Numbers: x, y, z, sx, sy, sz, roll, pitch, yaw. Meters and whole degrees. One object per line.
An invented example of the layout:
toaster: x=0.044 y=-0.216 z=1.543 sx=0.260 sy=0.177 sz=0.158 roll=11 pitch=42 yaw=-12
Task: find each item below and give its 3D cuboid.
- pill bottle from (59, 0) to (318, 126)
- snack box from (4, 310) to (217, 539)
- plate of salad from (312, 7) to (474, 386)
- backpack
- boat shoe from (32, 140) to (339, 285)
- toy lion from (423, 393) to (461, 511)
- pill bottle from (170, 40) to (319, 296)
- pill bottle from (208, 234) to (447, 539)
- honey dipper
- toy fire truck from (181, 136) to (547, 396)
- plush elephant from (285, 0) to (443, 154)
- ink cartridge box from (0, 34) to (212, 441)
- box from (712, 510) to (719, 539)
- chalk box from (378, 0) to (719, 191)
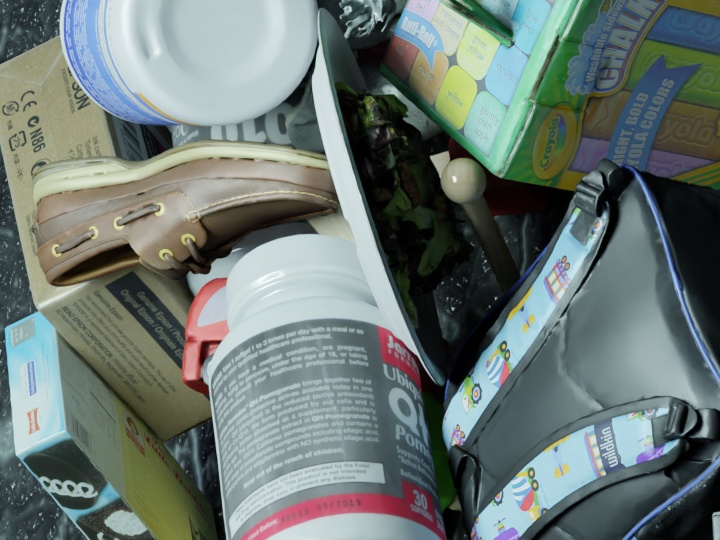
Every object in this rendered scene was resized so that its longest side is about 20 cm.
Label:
pill bottle: x=-0.103 y=-0.135 z=1.655 sx=0.200 sy=0.112 sz=0.112 roll=-170 pitch=88 yaw=-71
snack box: x=-0.143 y=0.126 z=1.787 sx=0.037 sy=0.200 sz=0.116 roll=-27 pitch=37 yaw=11
plate of salad: x=0.020 y=-0.040 z=1.518 sx=0.048 sy=0.200 sz=0.201 roll=-17 pitch=63 yaw=7
backpack: x=0.135 y=0.071 z=1.480 sx=0.200 sy=0.134 sz=0.183 roll=-49 pitch=47 yaw=39
boat shoe: x=-0.094 y=-0.028 z=1.654 sx=0.200 sy=0.072 sz=0.068 roll=-6 pitch=74 yaw=31
toy lion: x=-0.014 y=0.149 z=1.738 sx=0.192 sy=0.068 sz=0.200 roll=43 pitch=117 yaw=57
pill bottle: x=-0.051 y=-0.041 z=1.775 sx=0.113 sy=0.113 sz=0.201 roll=-31 pitch=60 yaw=47
pill bottle: x=-0.020 y=0.084 z=1.541 sx=0.111 sy=0.110 sz=0.200 roll=-45 pitch=41 yaw=39
honey dipper: x=0.074 y=0.000 z=1.542 sx=0.038 sy=0.200 sz=0.038 roll=-10 pitch=56 yaw=14
toy fire truck: x=0.000 y=0.000 z=1.659 sx=0.199 sy=0.049 sz=0.141 roll=-2 pitch=74 yaw=20
plush elephant: x=0.028 y=-0.143 z=1.677 sx=0.200 sy=0.164 sz=0.155 roll=-74 pitch=-20 yaw=-49
ink cartridge box: x=-0.145 y=-0.023 z=1.833 sx=0.075 sy=0.165 sz=0.200 roll=-27 pitch=50 yaw=11
box: x=0.236 y=0.203 z=1.323 sx=0.141 sy=0.079 sz=0.201 roll=-6 pitch=76 yaw=22
chalk box: x=0.101 y=-0.117 z=1.508 sx=0.124 sy=0.200 sz=0.124 roll=47 pitch=121 yaw=48
